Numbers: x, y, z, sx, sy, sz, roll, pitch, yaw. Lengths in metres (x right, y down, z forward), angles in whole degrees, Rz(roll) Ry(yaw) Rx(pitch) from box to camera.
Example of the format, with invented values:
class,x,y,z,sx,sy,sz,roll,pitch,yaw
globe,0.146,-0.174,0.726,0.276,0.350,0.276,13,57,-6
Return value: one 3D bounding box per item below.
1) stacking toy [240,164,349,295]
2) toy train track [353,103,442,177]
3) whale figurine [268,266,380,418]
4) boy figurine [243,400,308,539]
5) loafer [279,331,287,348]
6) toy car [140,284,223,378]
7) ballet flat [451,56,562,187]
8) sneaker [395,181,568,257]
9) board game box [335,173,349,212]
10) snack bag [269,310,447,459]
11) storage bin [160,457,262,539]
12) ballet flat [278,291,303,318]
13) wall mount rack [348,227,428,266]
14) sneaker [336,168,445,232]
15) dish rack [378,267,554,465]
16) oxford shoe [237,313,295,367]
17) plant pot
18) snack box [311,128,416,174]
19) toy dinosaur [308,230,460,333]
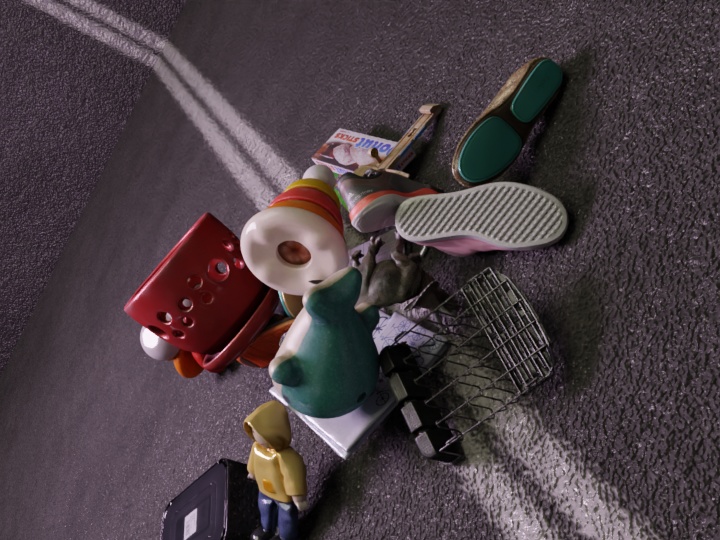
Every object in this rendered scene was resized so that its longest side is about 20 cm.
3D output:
class,x,y,z,sx,sy,sz,roll,pitch,yaw
stacking toy,-0.073,-0.077,1.111,0.146,0.146,0.200,-40,23,37
toy train track,0.045,-0.175,1.144,0.200,0.033,0.115,-50,36,-18
whale figurine,-0.028,0.089,0.904,0.104,0.159,0.200,42,143,26
boy figurine,-0.110,0.269,1.042,0.124,0.064,0.201,20,119,46
loafer,-0.064,0.127,1.120,0.200,0.063,0.072,30,101,49
toy car,-0.279,0.104,1.439,0.150,0.175,0.200,40,107,23
ballet flat,0.170,-0.172,0.964,0.200,0.071,0.065,-48,13,-15
sneaker,0.150,-0.057,0.941,0.199,0.105,0.076,1,84,26
board game box,0.002,-0.142,1.268,0.096,0.030,0.200,-56,35,13
snack bag,-0.008,0.123,1.020,0.189,0.021,0.200,-46,36,-12
storage bin,-0.209,0.380,1.176,0.200,0.094,0.136,-42,38,34
ballet flat,-0.095,-0.021,1.197,0.063,0.069,0.201,-24,52,13
wall mount rack,0.000,0.000,1.107,0.200,0.074,0.174,-25,53,37
sneaker,0.044,-0.100,1.011,0.077,0.200,0.082,-43,70,26
dish rack,0.115,0.100,0.864,0.200,0.054,0.154,-42,59,26
oxford shoe,-0.136,0.095,1.283,0.200,0.071,0.073,-27,43,48
plant pot,-0.235,0.038,1.250,0.201,0.182,0.201,-48,12,14
snack box,0.001,-0.176,1.237,0.072,0.024,0.200,-47,35,-12
toy dinosaur,0.024,0.012,0.981,0.199,0.077,0.103,1,51,12
